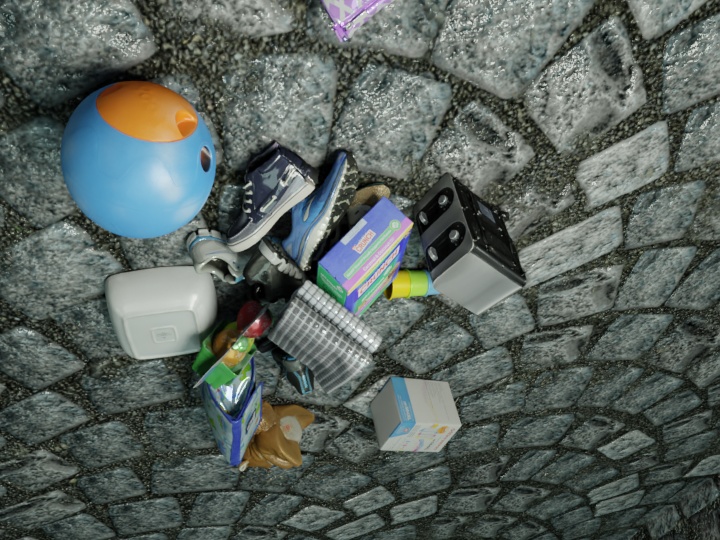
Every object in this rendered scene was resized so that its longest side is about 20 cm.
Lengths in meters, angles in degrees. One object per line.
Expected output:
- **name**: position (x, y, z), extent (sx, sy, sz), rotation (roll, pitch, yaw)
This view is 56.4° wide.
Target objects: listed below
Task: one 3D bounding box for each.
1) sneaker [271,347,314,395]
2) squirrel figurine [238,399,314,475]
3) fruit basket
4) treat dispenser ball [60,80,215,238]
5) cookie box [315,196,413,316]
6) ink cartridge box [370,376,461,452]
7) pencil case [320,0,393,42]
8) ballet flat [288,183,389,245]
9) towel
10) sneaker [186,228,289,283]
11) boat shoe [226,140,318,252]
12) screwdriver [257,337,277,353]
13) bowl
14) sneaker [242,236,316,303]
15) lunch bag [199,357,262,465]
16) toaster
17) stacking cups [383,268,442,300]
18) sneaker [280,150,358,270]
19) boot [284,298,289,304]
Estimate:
- **sneaker**: position (-0.133, 0.192, 1.343), extent (0.071, 0.200, 0.084), rotation (-19, 97, -7)
- **squirrel figurine**: position (-0.238, 0.395, 1.593), extent (0.198, 0.144, 0.185), rotation (34, 131, -26)
- **fruit basket**: position (-0.209, 0.118, 1.224), extent (0.199, 0.186, 0.094), rotation (-41, 97, 15)
- **treat dispenser ball**: position (-0.292, -0.146, 0.895), extent (0.195, 0.204, 0.204), rotation (-9, 139, -7)
- **cookie box**: position (0.000, 0.000, 1.147), extent (0.171, 0.075, 0.201), rotation (-46, 165, -23)
- **ink cartridge box**: position (0.144, 0.356, 1.648), extent (0.195, 0.127, 0.130), rotation (9, 134, -25)
- **pencil case**: position (0.033, -0.374, 0.835), extent (0.198, 0.087, 0.084), rotation (-34, 138, 19)
- **ballet flat**: position (-0.032, -0.079, 1.156), extent (0.196, 0.066, 0.071), rotation (-27, 137, 13)
- **towel**: position (-0.068, 0.117, 1.118), extent (0.164, 0.087, 0.200), rotation (35, 154, -3)
- **sneaker**: position (-0.201, -0.010, 1.164), extent (0.195, 0.088, 0.076), rotation (4, 134, -24)
- **boat shoe**: position (-0.166, -0.120, 1.074), extent (0.199, 0.075, 0.092), rotation (-40, 127, 16)
- **screwdriver**: position (-0.131, 0.113, 1.373), extent (0.198, 0.030, 0.028), rotation (-35, 136, 15)
- **bowl**: position (-0.360, 0.090, 1.235), extent (0.194, 0.076, 0.203), rotation (-7, 139, -12)
- **sneaker**: position (-0.138, 0.021, 1.156), extent (0.090, 0.067, 0.200), rotation (-44, 146, 1)
- **lunch bag**: position (-0.261, 0.263, 1.360), extent (0.124, 0.203, 0.173), rotation (-3, 138, -13)
- **toaster**: position (0.193, -0.043, 1.184), extent (0.118, 0.184, 0.198), rotation (-37, 134, 29)
- **stacking cups**: position (0.142, 0.019, 1.337), extent (0.194, 0.061, 0.061), rotation (-5, 139, -20)
- **sneaker**: position (-0.073, -0.106, 1.091), extent (0.203, 0.088, 0.078), rotation (-61, 164, 11)
- **boot**: position (-0.051, 0.075, 1.270), extent (0.196, 0.133, 0.068), rotation (-23, 140, 9)
